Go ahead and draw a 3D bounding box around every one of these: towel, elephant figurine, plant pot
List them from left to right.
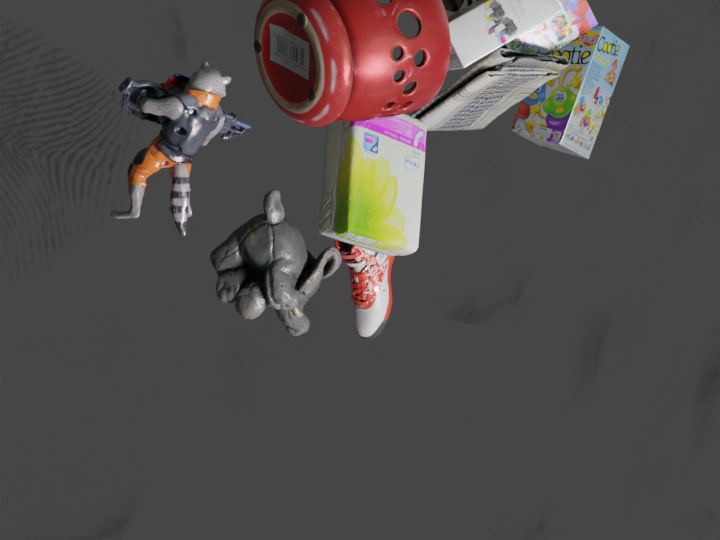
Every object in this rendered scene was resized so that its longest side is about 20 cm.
[{"bbox_3d":[-0.098,-0.003,1.527,0.200,0.155,0.142,5,60,-61],"label":"elephant figurine"},{"bbox_3d":[-0.018,-0.275,1.417,0.182,0.200,0.201,-23,124,-33],"label":"plant pot"},{"bbox_3d":[0.191,-0.259,1.696,0.192,0.200,0.035,-6,68,-48],"label":"towel"}]

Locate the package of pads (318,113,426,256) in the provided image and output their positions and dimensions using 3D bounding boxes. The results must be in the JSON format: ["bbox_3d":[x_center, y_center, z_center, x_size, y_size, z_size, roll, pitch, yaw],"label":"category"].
[{"bbox_3d":[0.019,-0.128,1.581,0.154,0.068,0.200,16,75,-47],"label":"package of pads"}]

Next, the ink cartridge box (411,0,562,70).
[{"bbox_3d":[0.164,-0.335,1.598,0.200,0.115,0.068,-30,101,-4],"label":"ink cartridge box"}]

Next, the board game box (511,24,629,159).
[{"bbox_3d":[0.347,-0.302,1.903,0.105,0.103,0.200,15,96,-51],"label":"board game box"}]

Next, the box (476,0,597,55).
[{"bbox_3d":[0.243,-0.409,1.685,0.137,0.039,0.200,-32,116,4],"label":"box"}]

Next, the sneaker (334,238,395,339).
[{"bbox_3d":[-0.001,-0.001,1.671,0.108,0.067,0.202,8,98,-50],"label":"sneaker"}]

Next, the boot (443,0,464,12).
[{"bbox_3d":[0.126,-0.474,1.584,0.155,0.073,0.200,-50,131,-17],"label":"boot"}]

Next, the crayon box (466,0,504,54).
[{"bbox_3d":[0.244,-0.405,1.775,0.200,0.052,0.126,-22,123,-42],"label":"crayon box"}]

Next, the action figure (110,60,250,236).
[{"bbox_3d":[-0.193,-0.147,1.348,0.200,0.105,0.194,2,115,-48],"label":"action figure"}]
